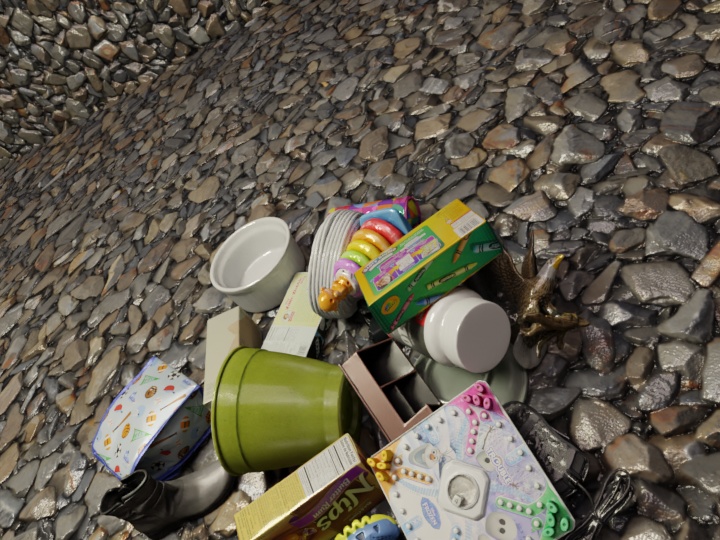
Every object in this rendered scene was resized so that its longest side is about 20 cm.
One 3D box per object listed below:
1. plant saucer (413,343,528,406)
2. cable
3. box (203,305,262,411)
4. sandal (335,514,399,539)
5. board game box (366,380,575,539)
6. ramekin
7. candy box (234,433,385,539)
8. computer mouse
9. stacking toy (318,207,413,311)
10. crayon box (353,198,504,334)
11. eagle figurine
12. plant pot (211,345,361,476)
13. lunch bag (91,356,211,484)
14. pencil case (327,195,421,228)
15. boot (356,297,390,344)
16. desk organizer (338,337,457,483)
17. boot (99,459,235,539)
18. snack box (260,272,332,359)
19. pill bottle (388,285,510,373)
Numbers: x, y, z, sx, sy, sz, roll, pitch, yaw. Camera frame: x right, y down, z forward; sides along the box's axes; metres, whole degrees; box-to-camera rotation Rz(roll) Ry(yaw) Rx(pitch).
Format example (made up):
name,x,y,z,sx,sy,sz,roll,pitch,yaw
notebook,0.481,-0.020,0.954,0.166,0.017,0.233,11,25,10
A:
name,x,y,z,sx,sy,sz,roll,pitch,yaw
plant saucer,0.152,0.166,0.883,0.197,0.050,0.203,-18,44,18
cable,-0.030,-0.009,1.056,0.068,0.200,0.204,11,76,18
box,-0.238,0.178,1.097,0.077,0.095,0.202,-24,44,10
sandal,-0.020,0.407,0.762,0.200,0.079,0.087,-45,45,2
board game box,0.128,0.277,0.729,0.199,0.026,0.202,-38,64,13
ramekin,-0.215,-0.008,1.248,0.197,0.098,0.203,-18,45,18
candy box,-0.064,0.332,0.823,0.198,0.117,0.057,-34,41,0
computer mouse,0.234,0.271,0.744,0.199,0.046,0.142,31,85,46
stacking toy,0.000,0.000,0.930,0.109,0.117,0.200,-9,29,52
crayon box,0.091,-0.010,0.833,0.199,0.059,0.119,-36,23,4
eagle figurine,0.248,0.026,0.870,0.150,0.153,0.201,-33,40,0
plant pot,-0.101,0.219,0.915,0.189,0.202,0.203,-4,49,14
lunch bag,-0.382,0.290,1.069,0.168,0.125,0.201,15,53,40
pencil case,0.026,-0.098,1.187,0.197,0.089,0.089,-6,49,32
boot,0.067,0.026,1.045,0.166,0.077,0.202,-23,49,7
desk organizer,0.062,0.192,0.837,0.077,0.071,0.201,-43,63,12
boot,-0.312,0.360,0.949,0.199,0.132,0.070,-37,41,-2
snack box,-0.110,0.091,1.133,0.114,0.037,0.202,-1,52,32
pill bottle,0.119,0.074,0.856,0.114,0.114,0.199,-47,25,-13
